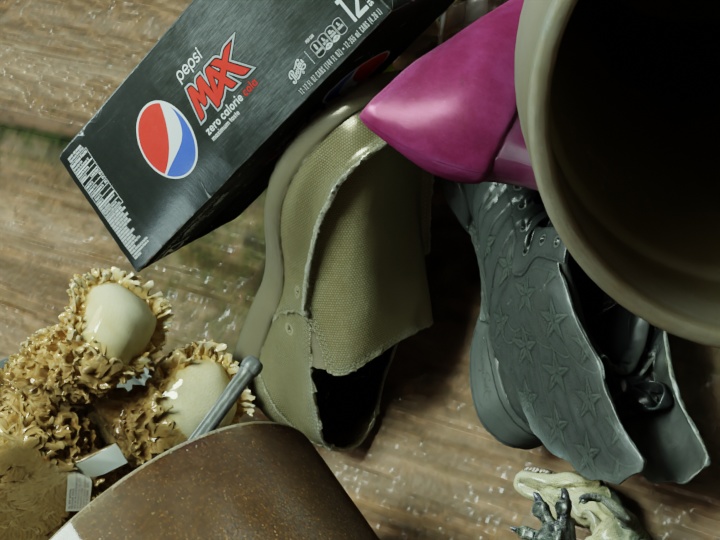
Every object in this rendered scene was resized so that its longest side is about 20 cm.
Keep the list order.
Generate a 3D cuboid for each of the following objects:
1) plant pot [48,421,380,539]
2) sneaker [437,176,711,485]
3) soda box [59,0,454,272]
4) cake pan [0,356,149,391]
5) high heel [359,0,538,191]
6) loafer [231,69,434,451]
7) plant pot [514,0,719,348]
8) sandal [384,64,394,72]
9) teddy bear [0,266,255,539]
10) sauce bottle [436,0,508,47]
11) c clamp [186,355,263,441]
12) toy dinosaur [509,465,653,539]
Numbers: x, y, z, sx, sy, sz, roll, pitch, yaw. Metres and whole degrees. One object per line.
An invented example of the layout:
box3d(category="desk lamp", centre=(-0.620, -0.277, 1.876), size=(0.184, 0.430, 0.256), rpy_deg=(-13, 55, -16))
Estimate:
box3d(category="plant pot", centre=(-0.026, 0.194, 0.958), size=(0.200, 0.187, 0.187), rpy_deg=(45, 105, 26))
box3d(category="sneaker", centre=(0.083, -0.005, 0.994), size=(0.104, 0.060, 0.200), rpy_deg=(-35, 56, 57))
box3d(category="soda box", centre=(-0.039, -0.083, 1.015), size=(0.063, 0.071, 0.200), rpy_deg=(53, 134, 5))
box3d(category="cake pan", centre=(-0.165, 0.128, 1.211), size=(0.200, 0.037, 0.201), rpy_deg=(-20, 59, 37))
box3d(category="high heel", centre=(0.059, -0.111, 0.999), size=(0.067, 0.096, 0.200), rpy_deg=(118, 168, -53))
box3d(category="loafer", centre=(0.000, 0.000, 1.050), size=(0.067, 0.076, 0.200), rpy_deg=(43, 144, 23))
box3d(category="plant pot", centre=(0.138, -0.099, 0.853), size=(0.200, 0.200, 0.174), rpy_deg=(-48, 27, 17))
box3d(category="sandal", centre=(-0.021, -0.102, 1.102), size=(0.087, 0.079, 0.201), rpy_deg=(33, 121, 46))
box3d(category="teddy bear", centre=(-0.141, 0.081, 1.096), size=(0.200, 0.145, 0.067), rpy_deg=(-57, 23, 22))
box3d(category="sauce bottle", centre=(0.071, -0.178, 1.104), size=(0.065, 0.065, 0.201), rpy_deg=(-13, 61, 40))
box3d(category="c clamp", centre=(-0.090, 0.136, 1.056), size=(0.027, 0.200, 0.171), rpy_deg=(38, 72, 13))
box3d(category="toy dinosaur", centre=(0.096, 0.130, 0.917), size=(0.047, 0.088, 0.200), rpy_deg=(-43, 47, 20))
